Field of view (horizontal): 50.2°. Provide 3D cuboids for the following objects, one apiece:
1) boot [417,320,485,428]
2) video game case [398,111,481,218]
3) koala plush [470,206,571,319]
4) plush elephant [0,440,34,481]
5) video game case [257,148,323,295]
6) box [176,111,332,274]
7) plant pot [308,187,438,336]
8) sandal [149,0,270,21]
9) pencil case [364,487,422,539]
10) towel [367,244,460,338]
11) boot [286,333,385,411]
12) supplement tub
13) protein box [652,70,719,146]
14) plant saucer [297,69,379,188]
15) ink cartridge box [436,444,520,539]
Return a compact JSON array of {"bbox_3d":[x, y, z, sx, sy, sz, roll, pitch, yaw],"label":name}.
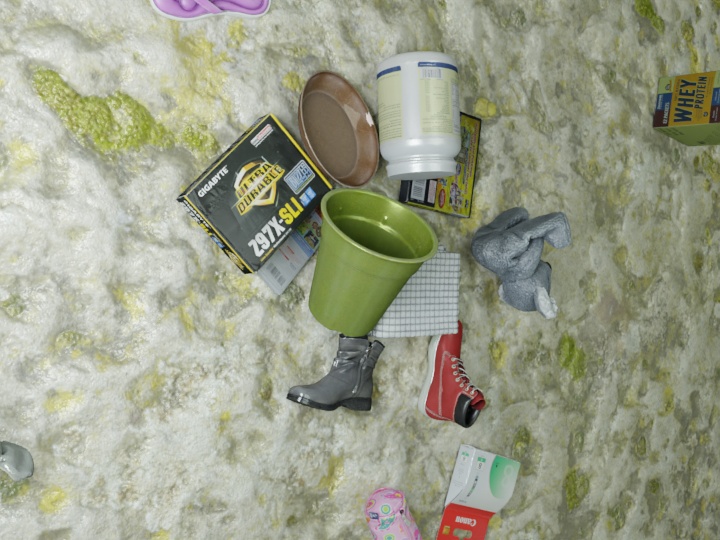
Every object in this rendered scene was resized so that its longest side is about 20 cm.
[{"bbox_3d":[0.194,0.194,1.474,0.072,0.144,0.202,18,81,-37],"label":"boot"},{"bbox_3d":[0.156,-0.214,1.482,0.180,0.025,0.202,9,88,-40],"label":"video game case"},{"bbox_3d":[0.325,-0.001,1.561,0.183,0.177,0.201,-28,112,-22],"label":"koala plush"},{"bbox_3d":[-0.483,0.221,0.901,0.165,0.154,0.201,45,67,-33],"label":"plush elephant"},{"bbox_3d":[-0.118,-0.081,1.269,0.200,0.018,0.143,-53,123,-23],"label":"video game case"},{"bbox_3d":[-0.160,-0.119,1.193,0.200,0.049,0.160,-49,113,-25],"label":"box"},{"bbox_3d":[0.000,0.000,1.254,0.199,0.200,0.191,-4,130,-39],"label":"plant pot"},{"bbox_3d":[-0.215,-0.415,1.136,0.202,0.050,0.083,-16,104,-38],"label":"sandal"},{"bbox_3d":[0.074,0.504,1.441,0.087,0.087,0.201,-34,116,-32],"label":"pencil case"},{"bbox_3d":[0.090,0.035,1.414,0.199,0.085,0.167,-1,93,-38],"label":"towel"},{"bbox_3d":[-0.043,0.170,1.325,0.199,0.069,0.133,12,89,-52],"label":"boot"},{"bbox_3d":[0.102,-0.266,1.344,0.144,0.144,0.202,-3,90,-39],"label":"supplement tub"},{"bbox_3d":[0.897,-0.411,1.969,0.197,0.199,0.136,11,87,-40],"label":"protein box"},{"bbox_3d":[-0.042,-0.230,1.277,0.200,0.036,0.202,23,60,-46],"label":"plant saucer"},{"bbox_3d":[0.248,0.479,1.609,0.160,0.050,0.202,24,76,-38],"label":"ink cartridge box"}]
